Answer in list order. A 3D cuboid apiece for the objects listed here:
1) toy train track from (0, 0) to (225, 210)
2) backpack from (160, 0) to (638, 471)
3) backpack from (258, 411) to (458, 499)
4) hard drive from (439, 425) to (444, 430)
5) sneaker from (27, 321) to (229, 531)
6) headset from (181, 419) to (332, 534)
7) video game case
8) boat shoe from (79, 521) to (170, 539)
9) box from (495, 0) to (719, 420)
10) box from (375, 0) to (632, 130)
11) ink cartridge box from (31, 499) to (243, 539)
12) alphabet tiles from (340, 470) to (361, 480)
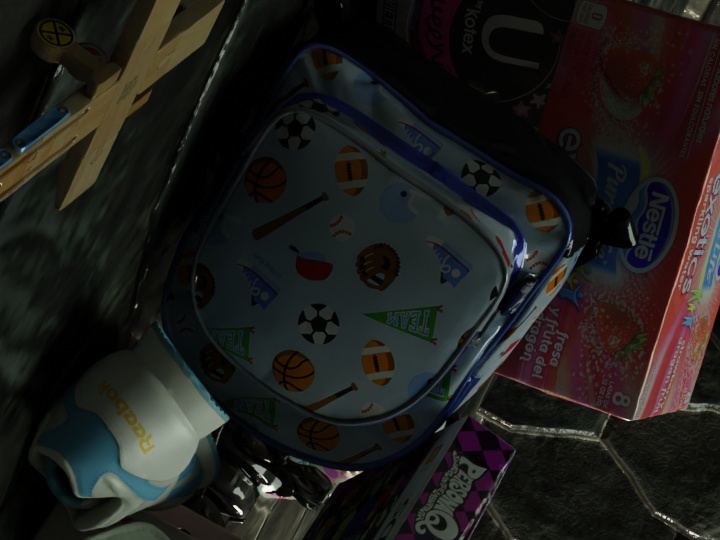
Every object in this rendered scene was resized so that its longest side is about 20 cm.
[{"bbox_3d":[-0.114,-0.052,0.864,0.200,0.032,0.115,-45,170,-47],"label":"toy train track"},{"bbox_3d":[0.000,0.000,1.245,0.191,0.200,0.154,-58,170,26],"label":"backpack"},{"bbox_3d":[-0.008,0.071,1.610,0.200,0.126,0.168,-54,149,-54],"label":"backpack"},{"bbox_3d":[0.028,0.032,1.455,0.200,0.027,0.133,-67,150,-58],"label":"hard drive"},{"bbox_3d":[-0.114,0.081,1.203,0.081,0.077,0.200,-37,171,-12],"label":"sneaker"},{"bbox_3d":[-0.086,0.142,1.481,0.124,0.094,0.200,-56,-178,-37],"label":"headset"},{"bbox_3d":[-0.013,0.170,1.272,0.182,0.036,0.200,-57,-172,-22],"label":"video game case"},{"bbox_3d":[-0.150,0.173,1.134,0.200,0.075,0.069,-40,161,-33],"label":"boat shoe"},{"bbox_3d":[0.141,-0.033,1.318,0.103,0.094,0.201,0,108,-67],"label":"box"},{"bbox_3d":[0.078,-0.119,1.387,0.132,0.114,0.201,-51,150,-55],"label":"box"},{"bbox_3d":[-0.125,0.185,1.278,0.200,0.117,0.067,-59,173,-33],"label":"ink cartridge box"},{"bbox_3d":[0.006,0.028,1.449,0.196,0.015,0.201,55,34,-64],"label":"alphabet tiles"}]
